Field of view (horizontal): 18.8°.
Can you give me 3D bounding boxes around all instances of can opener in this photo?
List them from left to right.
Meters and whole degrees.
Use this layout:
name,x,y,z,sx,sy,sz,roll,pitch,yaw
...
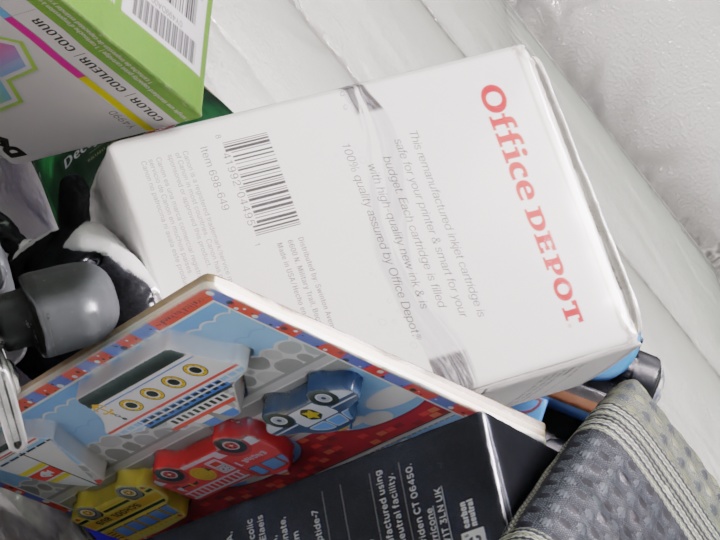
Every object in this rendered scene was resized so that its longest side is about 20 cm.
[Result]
name,x,y,z,sx,sy,sz,roll,pitch,yaw
can opener,-0.132,0.011,0.805,0.200,0.066,0.053,-139,-145,-67

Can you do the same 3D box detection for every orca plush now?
name,x,y,z,sx,sy,sz,roll,pitch,yaw
orca plush,-0.146,0.010,0.924,0.200,0.071,0.105,-139,-140,-57

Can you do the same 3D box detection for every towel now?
name,x,y,z,sx,sy,sz,roll,pitch,yaw
towel,0.112,0.153,0.719,0.200,0.035,0.193,55,28,-5

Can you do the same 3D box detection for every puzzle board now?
name,x,y,z,sx,sy,sz,roll,pitch,yaw
puzzle board,-0.051,0.068,0.813,0.151,0.200,0.017,25,55,-29

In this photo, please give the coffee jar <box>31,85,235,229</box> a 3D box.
name,x,y,z,sx,sy,sz,roll,pitch,yaw
coffee jar,-0.118,-0.070,1.054,0.200,0.104,0.085,52,-6,47

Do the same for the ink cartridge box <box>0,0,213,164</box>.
name,x,y,z,sx,sy,sz,roll,pitch,yaw
ink cartridge box,-0.182,-0.106,0.891,0.148,0.200,0.076,39,47,-49

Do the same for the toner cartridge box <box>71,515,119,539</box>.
name,x,y,z,sx,sy,sz,roll,pitch,yaw
toner cartridge box,-0.078,0.085,1.015,0.095,0.043,0.200,52,15,-12

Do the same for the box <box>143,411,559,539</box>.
name,x,y,z,sx,sy,sz,roll,pitch,yaw
box,0.016,0.159,0.816,0.200,0.196,0.124,32,40,-56

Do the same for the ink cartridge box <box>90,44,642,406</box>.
name,x,y,z,sx,sy,sz,roll,pitch,yaw
ink cartridge box,0.000,0.000,0.930,0.085,0.200,0.146,130,-57,-67

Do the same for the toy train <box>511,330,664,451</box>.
name,x,y,z,sx,sy,sz,roll,pitch,yaw
toy train,0.043,0.046,1.028,0.200,0.114,0.087,22,-12,-5
